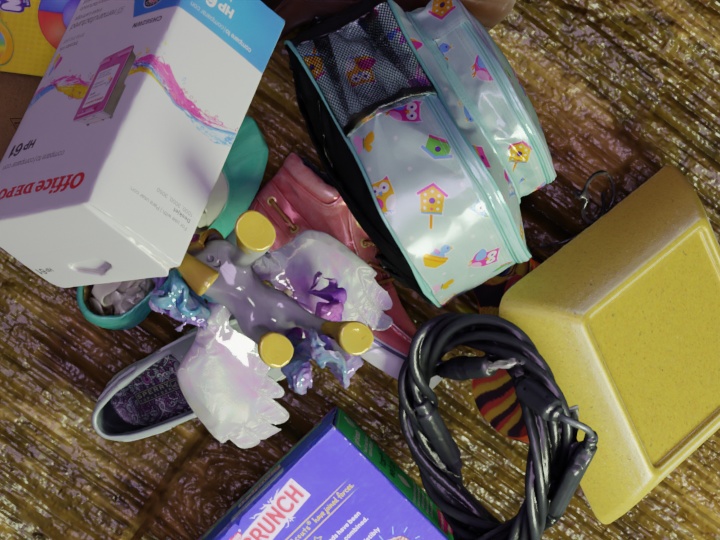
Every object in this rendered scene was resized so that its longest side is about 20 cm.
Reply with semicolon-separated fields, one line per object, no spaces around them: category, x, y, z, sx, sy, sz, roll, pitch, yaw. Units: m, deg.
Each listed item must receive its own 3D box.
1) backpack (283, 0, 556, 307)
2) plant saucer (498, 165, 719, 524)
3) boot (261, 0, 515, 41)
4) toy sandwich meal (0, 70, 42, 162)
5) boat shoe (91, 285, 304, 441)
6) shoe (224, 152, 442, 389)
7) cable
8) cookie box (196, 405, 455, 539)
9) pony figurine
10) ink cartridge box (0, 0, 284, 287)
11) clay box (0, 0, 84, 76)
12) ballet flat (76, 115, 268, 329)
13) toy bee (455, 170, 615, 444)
backpack;0.052;-0.083;1.221;0.153;0.176;0.200;-21;65;6
plant saucer;0.218;0.055;1.271;0.200;0.048;0.200;-36;110;-26
boot;0.004;-0.188;1.288;0.200;0.186;0.064;2;70;-29
toy sandwich meal;-0.258;-0.081;1.263;0.205;0.205;0.070;30;127;-4
boat shoe;-0.115;0.077;1.293;0.201;0.072;0.070;-27;100;22
shoe;0.000;0.000;1.311;0.200;0.071;0.091;38;101;0
cable;0.084;0.125;1.245;0.163;0.051;0.200;42;139;22
cookie box;-0.010;0.236;1.338;0.171;0.075;0.200;-44;96;5
pony figurine;-0.068;0.024;1.180;0.167;0.200;0.193;-47;112;-10
ink cartridge box;-0.155;-0.097;1.153;0.085;0.144;0.200;37;61;-34
clay box;-0.206;-0.195;1.253;0.200;0.048;0.115;5;128;-14
ballet flat;-0.142;-0.031;1.289;0.067;0.070;0.200;42;104;10
toy bee;0.120;0.029;1.308;0.131;0.109;0.200;52;58;-43
